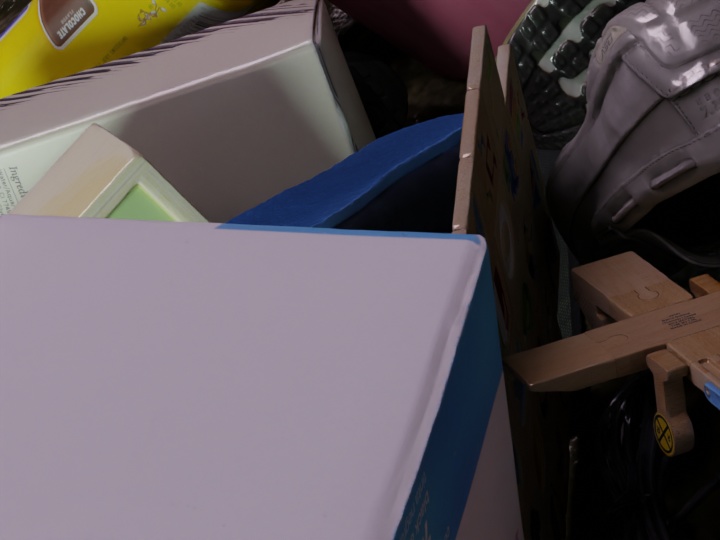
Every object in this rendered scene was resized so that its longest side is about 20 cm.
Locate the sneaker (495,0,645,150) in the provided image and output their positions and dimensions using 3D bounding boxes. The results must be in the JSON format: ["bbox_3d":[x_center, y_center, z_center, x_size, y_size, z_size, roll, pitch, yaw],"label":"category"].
[{"bbox_3d":[0.118,-0.123,1.106,0.200,0.077,0.089,-47,14,-16],"label":"sneaker"}]

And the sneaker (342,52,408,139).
[{"bbox_3d":[-0.059,-0.063,1.249,0.200,0.076,0.088,-26,26,31],"label":"sneaker"}]

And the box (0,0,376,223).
[{"bbox_3d":[-0.097,-0.045,1.153,0.199,0.082,0.068,-17,23,8],"label":"box"}]

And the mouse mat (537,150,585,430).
[{"bbox_3d":[0.022,0.033,1.074,0.161,0.008,0.200,-32,31,23],"label":"mouse mat"}]

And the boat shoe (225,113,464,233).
[{"bbox_3d":[0.000,0.000,0.998,0.084,0.069,0.200,-5,18,47],"label":"boat shoe"}]

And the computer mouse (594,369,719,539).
[{"bbox_3d":[0.157,0.039,0.849,0.200,0.046,0.141,-39,23,22],"label":"computer mouse"}]

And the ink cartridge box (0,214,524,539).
[{"bbox_3d":[-0.038,0.109,0.738,0.146,0.201,0.146,2,38,15],"label":"ink cartridge box"}]

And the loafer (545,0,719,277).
[{"bbox_3d":[0.106,-0.029,0.905,0.070,0.070,0.200,-26,-18,-7],"label":"loafer"}]

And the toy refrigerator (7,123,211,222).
[{"bbox_3d":[-0.138,0.044,1.058,0.200,0.076,0.070,-47,26,-5],"label":"toy refrigerator"}]

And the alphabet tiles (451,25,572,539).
[{"bbox_3d":[0.051,0.026,0.878,0.006,0.167,0.200,-6,42,12],"label":"alphabet tiles"}]

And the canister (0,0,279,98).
[{"bbox_3d":[-0.110,-0.119,1.300,0.200,0.087,0.149,-40,2,39],"label":"canister"}]

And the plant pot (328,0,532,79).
[{"bbox_3d":[0.025,-0.190,1.190,0.200,0.179,0.200,-32,30,22],"label":"plant pot"}]

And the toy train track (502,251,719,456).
[{"bbox_3d":[0.117,0.043,0.801,0.114,0.033,0.200,-16,24,-15],"label":"toy train track"}]
